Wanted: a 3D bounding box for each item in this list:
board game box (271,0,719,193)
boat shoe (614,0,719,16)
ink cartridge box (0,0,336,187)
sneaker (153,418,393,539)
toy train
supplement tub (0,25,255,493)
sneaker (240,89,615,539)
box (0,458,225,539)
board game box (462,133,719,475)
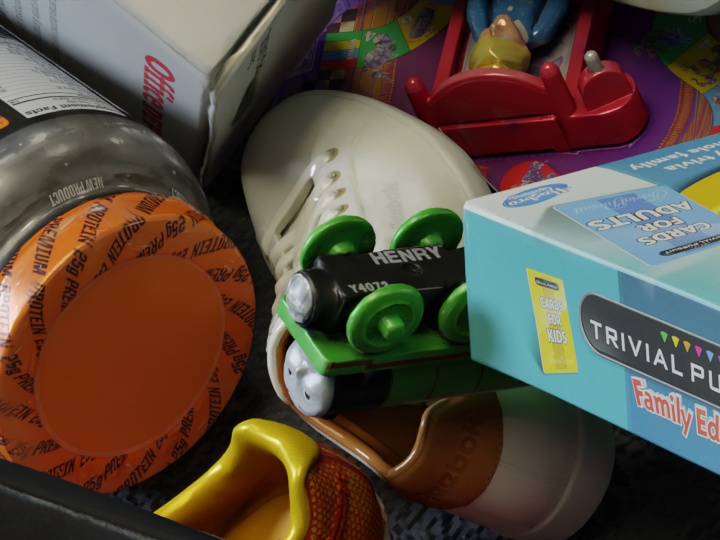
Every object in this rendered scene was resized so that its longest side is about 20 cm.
[{"bbox_3d":[0.057,-0.081,0.989,0.158,0.039,0.200,-37,45,-8],"label":"board game box"},{"bbox_3d":[0.054,-0.134,0.972,0.202,0.065,0.074,20,55,42],"label":"boat shoe"},{"bbox_3d":[-0.101,-0.131,0.972,0.200,0.145,0.083,38,78,3],"label":"ink cartridge box"},{"bbox_3d":[-0.079,0.121,0.845,0.200,0.077,0.073,-49,47,-5],"label":"sneaker"},{"bbox_3d":[0.062,0.010,0.829,0.200,0.056,0.042,-6,43,-32],"label":"toy train"},{"bbox_3d":[-0.129,-0.015,0.964,0.123,0.123,0.200,-42,46,-13],"label":"supplement tub"},{"bbox_3d":[0.000,0.000,0.901,0.073,0.085,0.200,-59,41,19],"label":"sneaker"},{"bbox_3d":[-0.105,0.142,0.697,0.123,0.200,0.199,21,84,-4],"label":"box"},{"bbox_3d":[0.143,0.009,0.725,0.151,0.047,0.200,-16,22,-29],"label":"board game box"}]
